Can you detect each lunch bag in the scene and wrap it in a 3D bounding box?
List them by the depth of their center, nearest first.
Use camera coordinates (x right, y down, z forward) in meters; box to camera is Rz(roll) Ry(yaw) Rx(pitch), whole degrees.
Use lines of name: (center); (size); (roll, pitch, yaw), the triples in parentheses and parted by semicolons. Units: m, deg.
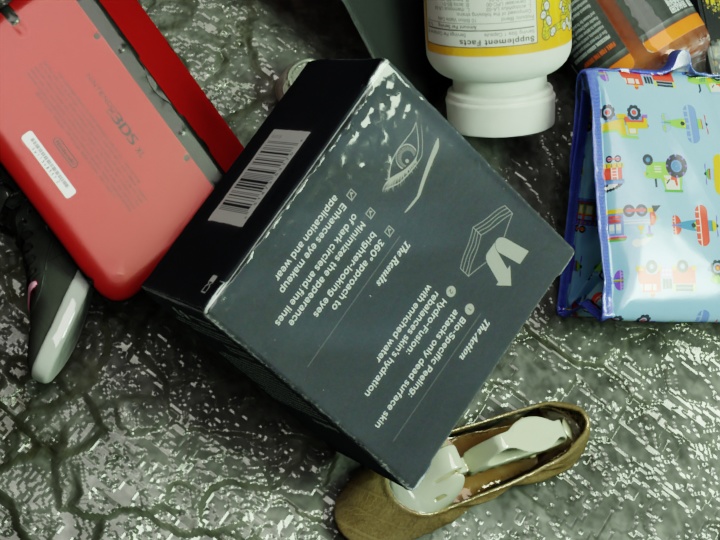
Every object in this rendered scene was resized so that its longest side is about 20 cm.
lunch bag: (0.233, -0.064, 1.178); (0.149, 0.094, 0.202); (1, 91, -15)

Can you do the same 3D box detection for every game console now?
game console: (-0.173, -0.099, 1.094); (0.172, 0.119, 0.201); (-39, 97, -18)

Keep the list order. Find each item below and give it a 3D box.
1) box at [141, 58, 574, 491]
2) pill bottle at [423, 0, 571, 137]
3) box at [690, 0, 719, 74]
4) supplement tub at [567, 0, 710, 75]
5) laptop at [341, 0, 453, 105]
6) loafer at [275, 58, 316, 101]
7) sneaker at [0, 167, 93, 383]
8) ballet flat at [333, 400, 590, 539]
box: (0.000, 0.000, 1.044); (0.200, 0.117, 0.197); (42, 76, -26)
pill bottle: (0.102, -0.207, 1.188); (0.112, 0.113, 0.202); (-10, 109, -20)
box: (0.363, -0.225, 1.350); (0.198, 0.049, 0.163); (0, 71, -15)
supplement tub: (0.204, -0.200, 1.255); (0.106, 0.107, 0.201); (-29, 86, -25)
laptop: (0.009, -0.249, 1.248); (0.199, 0.116, 0.188); (29, 58, 15)
loafer: (0.022, -0.092, 1.182); (0.200, 0.070, 0.070); (39, 62, 3)
sneaker: (-0.224, -0.019, 1.083); (0.098, 0.071, 0.201); (15, 57, -9)
ballet flat: (0.077, 0.133, 1.098); (0.198, 0.072, 0.068); (-14, 71, -21)
